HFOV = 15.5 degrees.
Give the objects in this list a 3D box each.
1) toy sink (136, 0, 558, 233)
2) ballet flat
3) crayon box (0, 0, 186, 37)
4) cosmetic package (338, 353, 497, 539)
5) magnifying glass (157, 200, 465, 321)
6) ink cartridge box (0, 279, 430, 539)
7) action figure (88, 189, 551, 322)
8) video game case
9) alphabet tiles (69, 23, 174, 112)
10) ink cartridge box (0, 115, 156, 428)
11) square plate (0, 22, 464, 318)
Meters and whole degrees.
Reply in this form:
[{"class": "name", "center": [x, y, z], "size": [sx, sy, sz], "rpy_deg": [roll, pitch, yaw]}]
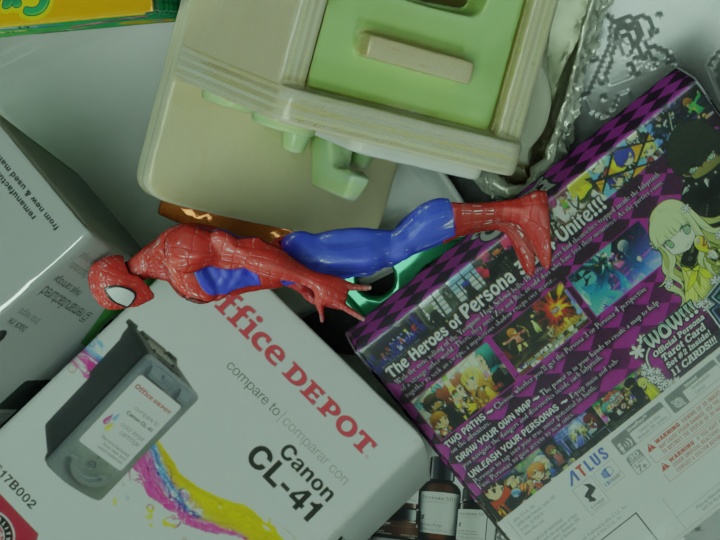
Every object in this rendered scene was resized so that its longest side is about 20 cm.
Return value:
[{"class": "toy sink", "center": [0.002, -0.106, 1.152], "size": [0.130, 0.112, 0.201], "rpy_deg": [12, 98, -33]}, {"class": "ballet flat", "center": [0.086, -0.123, 1.217], "size": [0.071, 0.072, 0.201], "rpy_deg": [9, 109, 7]}, {"class": "crayon box", "center": [-0.170, -0.167, 1.214], "size": [0.199, 0.058, 0.120], "rpy_deg": [-3, 91, 24]}, {"class": "cosmetic package", "center": [-0.028, 0.085, 1.299], "size": [0.199, 0.051, 0.083], "rpy_deg": [6, 121, 4]}, {"class": "magnifying glass", "center": [0.000, 0.000, 1.256], "size": [0.199, 0.022, 0.080], "rpy_deg": [23, 100, 2]}, {"class": "ink cartridge box", "center": [-0.087, 0.105, 1.208], "size": [0.148, 0.086, 0.200], "rpy_deg": [44, 82, 12]}, {"class": "action figure", "center": [-0.019, -0.004, 1.150], "size": [0.199, 0.065, 0.052], "rpy_deg": [-3, 91, -6]}, {"class": "video game case", "center": [0.124, 0.037, 1.234], "size": [0.200, 0.036, 0.181], "rpy_deg": [-39, 110, 2]}, {"class": "alphabet tiles", "center": [-0.053, -0.149, 1.253], "size": [0.199, 0.015, 0.196], "rpy_deg": [-19, 110, 15]}, {"class": "ink cartridge box", "center": [-0.198, 0.035, 1.198], "size": [0.200, 0.146, 0.084], "rpy_deg": [-42, 75, 2]}, {"class": "square plate", "center": [-0.076, -0.061, 1.273], "size": [0.197, 0.028, 0.200], "rpy_deg": [-27, 108, 20]}]
